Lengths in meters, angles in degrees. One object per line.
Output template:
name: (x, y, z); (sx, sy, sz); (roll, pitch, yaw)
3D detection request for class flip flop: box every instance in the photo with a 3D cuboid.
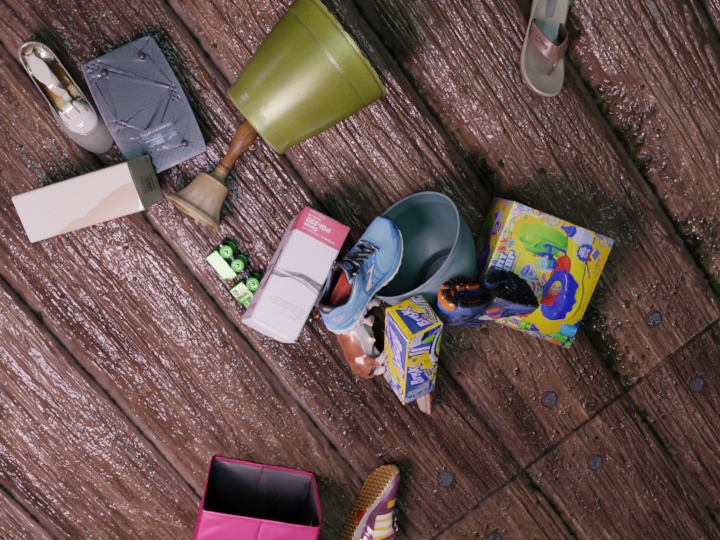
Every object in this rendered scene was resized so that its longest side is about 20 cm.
flip flop: (0.321, -0.395, 1.196); (0.081, 0.058, 0.201); (6, 99, -8)

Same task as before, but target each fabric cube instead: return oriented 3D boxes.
fabric cube: (-0.188, 0.467, 1.218); (0.199, 0.196, 0.200); (12, 98, -9)

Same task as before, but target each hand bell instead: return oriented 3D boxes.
hand bell: (-0.223, -0.175, 1.168); (0.104, 0.104, 0.200); (33, 82, -11)

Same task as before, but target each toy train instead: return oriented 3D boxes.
toy train: (-0.190, 0.036, 1.221); (0.056, 0.042, 0.200); (-35, 103, 10)

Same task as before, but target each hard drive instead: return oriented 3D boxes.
hard drive: (-0.345, -0.261, 1.146); (0.134, 0.042, 0.201); (-25, 103, -2)

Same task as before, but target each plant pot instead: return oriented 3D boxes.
plant pot: (-0.095, -0.291, 1.099); (0.193, 0.200, 0.201); (-39, 102, 5)
plant pot: (0.113, -0.011, 1.187); (0.200, 0.200, 0.134); (-48, 129, 3)

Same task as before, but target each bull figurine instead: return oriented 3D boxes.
bull figurine: (-0.008, 0.100, 1.229); (0.065, 0.121, 0.201); (-46, 117, -42)

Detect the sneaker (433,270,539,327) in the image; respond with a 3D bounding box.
sneaker: (0.197, 0.050, 1.126); (0.199, 0.076, 0.079); (1, 142, -26)

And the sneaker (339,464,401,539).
sneaker: (0.039, 0.451, 1.312); (0.090, 0.075, 0.201); (24, 103, -19)

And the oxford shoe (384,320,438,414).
oxford shoe: (0.094, 0.165, 1.275); (0.074, 0.071, 0.201); (-7, 103, 20)

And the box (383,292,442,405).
box: (0.081, 0.129, 1.132); (0.064, 0.070, 0.200); (-24, 144, -18)

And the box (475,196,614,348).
box: (0.295, 0.000, 1.233); (0.192, 0.122, 0.201); (19, 97, -9)

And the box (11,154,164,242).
box: (-0.426, -0.114, 1.116); (0.199, 0.095, 0.078); (-15, 105, 10)

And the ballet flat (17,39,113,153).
ballet flat: (-0.469, -0.271, 1.118); (0.067, 0.064, 0.200); (-33, 103, 0)

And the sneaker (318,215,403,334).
sneaker: (0.000, 0.000, 1.096); (0.078, 0.090, 0.201); (21, 75, 28)

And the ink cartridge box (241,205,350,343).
ink cartridge box: (-0.108, 0.011, 1.146); (0.085, 0.146, 0.201); (26, 78, -11)
